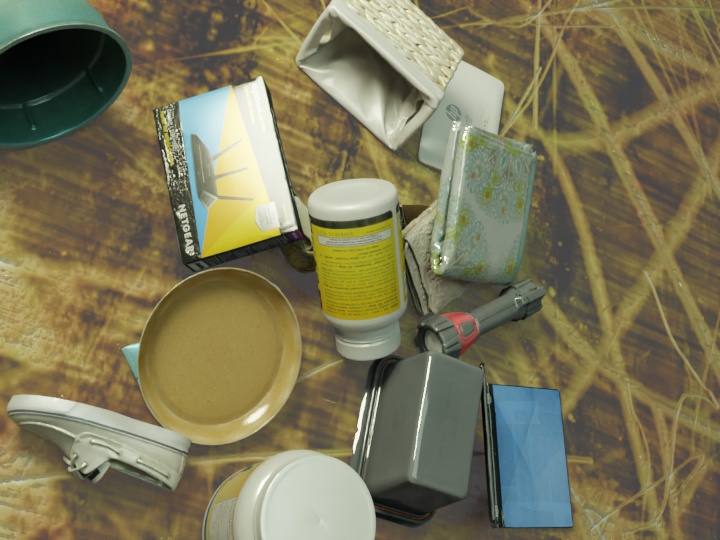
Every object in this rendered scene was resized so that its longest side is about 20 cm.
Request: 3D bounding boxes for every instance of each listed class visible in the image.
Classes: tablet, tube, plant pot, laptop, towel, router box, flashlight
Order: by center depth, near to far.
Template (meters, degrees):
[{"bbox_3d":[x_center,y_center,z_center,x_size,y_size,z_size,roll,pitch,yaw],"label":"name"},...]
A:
[{"bbox_3d":[-0.387,-0.280,0.930,0.197,0.201,0.199,-23,75,-30],"label":"plant pot"},{"bbox_3d":[-0.161,0.097,0.954,0.195,0.027,0.206,-4,99,-28],"label":"plant pot"},{"bbox_3d":[-0.176,0.081,0.982,0.197,0.050,0.079,-29,90,-27],"label":"tube"},{"bbox_3d":[-0.162,-0.118,1.016,0.145,0.051,0.205,-16,76,3],"label":"router box"},{"bbox_3d":[0.218,0.233,1.084,0.113,0.200,0.192,-5,70,8],"label":"laptop"},{"bbox_3d":[0.165,-0.086,1.121,0.169,0.048,0.206,8,91,-44],"label":"towel"},{"bbox_3d":[0.127,-0.040,1.142,0.200,0.034,0.135,-43,126,-33],"label":"towel"},{"bbox_3d":[0.165,0.069,1.146,0.197,0.069,0.067,-22,44,-35],"label":"flashlight"},{"bbox_3d":[0.157,-0.231,1.274,0.128,0.014,0.205,20,64,-18],"label":"tablet"}]

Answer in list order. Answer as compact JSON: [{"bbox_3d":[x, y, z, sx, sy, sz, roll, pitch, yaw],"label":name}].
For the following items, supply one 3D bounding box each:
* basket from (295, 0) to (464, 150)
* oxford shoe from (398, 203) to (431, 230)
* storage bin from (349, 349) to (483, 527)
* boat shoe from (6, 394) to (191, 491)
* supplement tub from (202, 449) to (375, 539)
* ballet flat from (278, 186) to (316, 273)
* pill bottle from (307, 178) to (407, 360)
[{"bbox_3d":[0.031,-0.298,1.169,0.199,0.135,0.124,40,56,-7],"label":"basket"},{"bbox_3d":[0.041,-0.058,1.115,0.196,0.084,0.074,-11,75,-30],"label":"oxford shoe"},{"bbox_3d":[0.084,0.201,1.015,0.143,0.134,0.205,21,65,-17],"label":"storage bin"},{"bbox_3d":[-0.280,0.188,0.881,0.196,0.071,0.071,23,64,-23],"label":"boat shoe"},{"bbox_3d":[-0.078,0.270,0.871,0.141,0.200,0.149,9,68,-23],"label":"supplement tub"},{"bbox_3d":[-0.105,-0.091,1.065,0.070,0.071,0.202,-32,88,-31],"label":"ballet flat"},{"bbox_3d":[0.000,0.000,1.017,0.111,0.112,0.205,-19,115,-30],"label":"pill bottle"}]
